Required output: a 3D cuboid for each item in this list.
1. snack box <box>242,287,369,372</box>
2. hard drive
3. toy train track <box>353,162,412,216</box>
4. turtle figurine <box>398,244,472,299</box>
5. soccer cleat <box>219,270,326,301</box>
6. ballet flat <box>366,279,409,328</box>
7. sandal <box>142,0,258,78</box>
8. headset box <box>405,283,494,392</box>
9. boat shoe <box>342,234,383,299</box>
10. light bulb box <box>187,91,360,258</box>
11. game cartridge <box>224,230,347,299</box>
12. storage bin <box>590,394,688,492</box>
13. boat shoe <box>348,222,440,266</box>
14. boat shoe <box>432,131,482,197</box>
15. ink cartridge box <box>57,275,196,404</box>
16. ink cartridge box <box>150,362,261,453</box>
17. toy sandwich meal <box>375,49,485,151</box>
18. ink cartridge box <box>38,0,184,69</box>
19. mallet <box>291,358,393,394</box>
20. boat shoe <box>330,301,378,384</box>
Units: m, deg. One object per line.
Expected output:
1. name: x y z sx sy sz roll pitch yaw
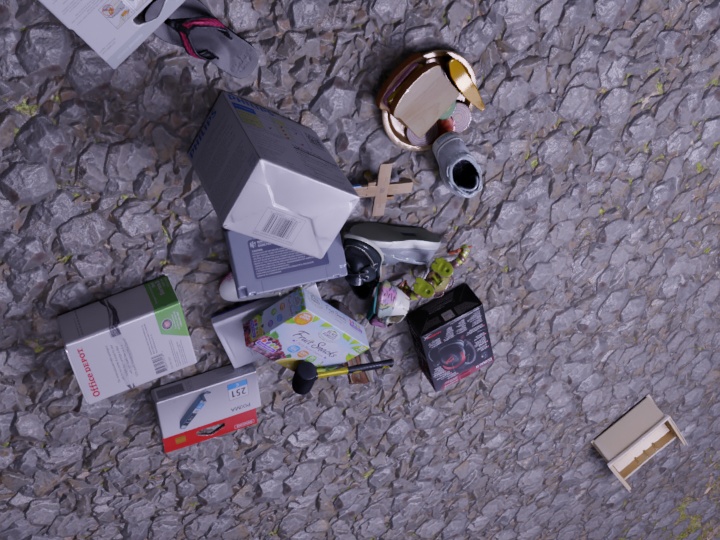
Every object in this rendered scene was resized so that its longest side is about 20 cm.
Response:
1. snack box: -0.096 0.119 1.752 0.141 0.054 0.199 -33 141 21
2. hard drive: -0.160 0.098 1.777 0.197 0.026 0.133 -21 135 -2
3. toy train track: -0.006 -0.146 1.697 0.196 0.033 0.116 -7 135 -18
4. turtle figurine: 0.135 0.022 1.829 0.198 0.065 0.161 -33 177 7
5. soccer cleat: -0.148 0.014 1.698 0.197 0.087 0.071 -22 134 -13
6. ballet flat: 0.054 0.066 1.809 0.070 0.070 0.200 15 163 0
7. sandal: -0.223 -0.337 1.409 0.198 0.045 0.075 25 111 -40
8. headset box: 0.189 0.148 2.003 0.147 0.075 0.202 -27 133 -8
9. boat shoe: -0.002 -0.001 1.734 0.200 0.073 0.067 85 24 -70
10. light bulb box: -0.137 -0.147 1.501 0.196 0.201 0.126 18 117 -38
11. game cartridge: -0.127 -0.037 1.654 0.196 0.041 0.136 -12 92 -19
12. storage bin: 0.732 0.457 2.542 0.199 0.094 0.199 -40 134 4
13. boat shoe: 0.059 -0.039 1.787 0.198 0.070 0.072 3 120 -35
14. boat shoe: 0.179 -0.167 1.717 0.069 0.072 0.201 -30 152 7
15. ink cartridge box: -0.393 0.118 1.641 0.197 0.084 0.147 -20 132 -15
16. ink cartridge box: -0.287 0.272 1.851 0.197 0.045 0.179 -16 130 -18
17. toy sandwich meal: 0.122 -0.280 1.634 0.202 0.071 0.208 -16 131 -19
18. ink cartridge box: -0.326 -0.401 1.303 0.199 0.044 0.173 -42 134 5
19. mallet: -0.030 0.181 1.789 0.196 0.042 0.066 -12 150 -14
20. boat shoe: -0.026 0.150 1.883 0.071 0.076 0.202 -20 122 5
